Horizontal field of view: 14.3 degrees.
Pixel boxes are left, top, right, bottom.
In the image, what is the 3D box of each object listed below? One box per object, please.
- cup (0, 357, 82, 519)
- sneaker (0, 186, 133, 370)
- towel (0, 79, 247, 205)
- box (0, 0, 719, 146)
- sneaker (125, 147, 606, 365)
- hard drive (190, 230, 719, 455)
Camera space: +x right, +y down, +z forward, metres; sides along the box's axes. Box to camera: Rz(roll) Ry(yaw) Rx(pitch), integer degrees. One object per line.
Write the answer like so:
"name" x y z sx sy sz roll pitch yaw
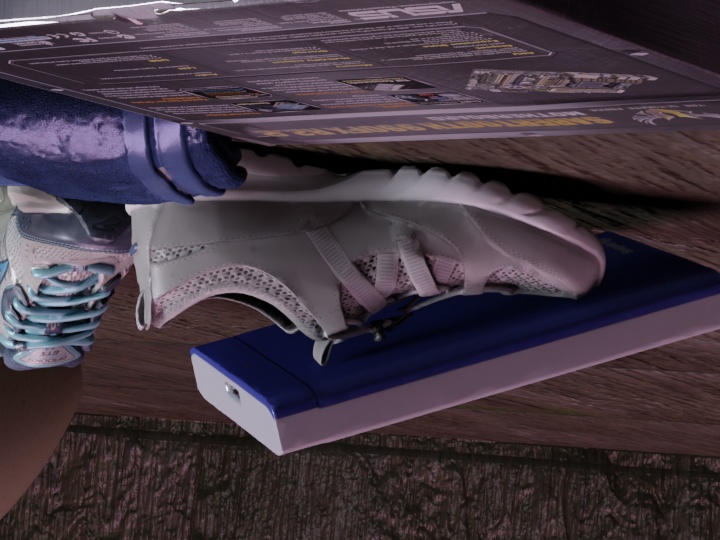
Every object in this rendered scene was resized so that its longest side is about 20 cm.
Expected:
"cup" -0.245 0.066 1.634 0.143 0.201 0.200 -24 -165 -40
"sneaker" -0.131 0.003 1.290 0.077 0.087 0.200 6 174 -15
"towel" -0.142 -0.053 0.973 0.199 0.049 0.112 5 173 8
"box" 0.000 -0.069 0.700 0.199 0.049 0.158 0 173 41
"sneaker" 0.000 0.000 1.170 0.199 0.082 0.075 6 174 -2
"hard drive" 0.040 0.028 1.212 0.199 0.025 0.132 -15 -167 -15
